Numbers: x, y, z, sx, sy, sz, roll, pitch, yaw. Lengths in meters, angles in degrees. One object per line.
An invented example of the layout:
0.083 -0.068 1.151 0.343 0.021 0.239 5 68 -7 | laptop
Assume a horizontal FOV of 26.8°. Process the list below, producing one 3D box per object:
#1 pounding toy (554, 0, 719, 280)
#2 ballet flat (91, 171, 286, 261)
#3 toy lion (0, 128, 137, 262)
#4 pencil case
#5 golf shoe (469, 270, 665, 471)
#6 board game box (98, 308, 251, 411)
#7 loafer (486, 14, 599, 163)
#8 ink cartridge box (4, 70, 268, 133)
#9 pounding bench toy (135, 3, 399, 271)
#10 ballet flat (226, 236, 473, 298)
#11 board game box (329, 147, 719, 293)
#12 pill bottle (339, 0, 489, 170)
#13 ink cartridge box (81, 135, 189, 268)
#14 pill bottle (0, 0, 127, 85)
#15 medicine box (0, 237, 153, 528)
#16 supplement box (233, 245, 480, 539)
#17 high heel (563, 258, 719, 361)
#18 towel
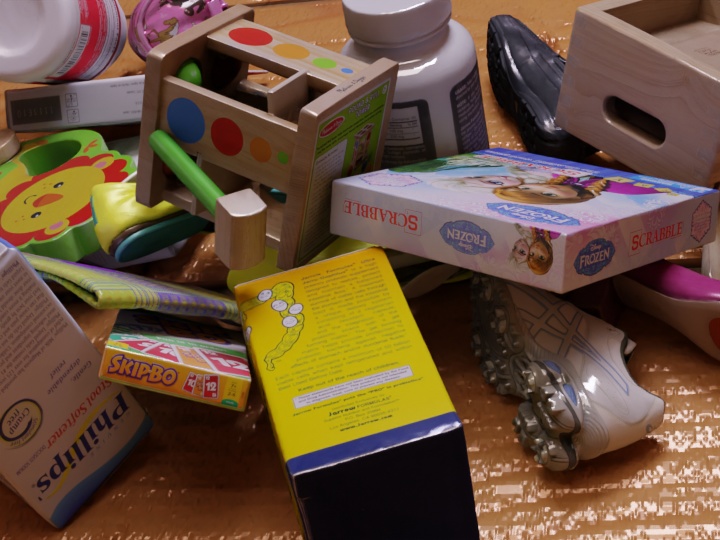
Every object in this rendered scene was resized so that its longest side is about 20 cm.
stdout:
0.266 -0.113 1.163 0.183 0.143 0.200 -20 41 -35 | pounding toy
-0.126 -0.060 1.195 0.199 0.067 0.067 -15 63 -39 | ballet flat
-0.262 -0.060 1.265 0.190 0.069 0.201 -12 32 18 | toy lion
-0.174 -0.229 1.425 0.083 0.086 0.200 -62 14 1 | pencil case
0.136 0.055 1.035 0.096 0.079 0.201 -8 42 -15 | golf shoe
-0.126 0.056 1.040 0.095 0.030 0.200 14 3 -7 | board game box
0.159 -0.158 1.302 0.070 0.069 0.201 -10 41 -10 | loafer
-0.203 -0.158 1.407 0.198 0.044 0.173 -4 4 17 | ink cartridge box
-0.093 -0.088 1.067 0.155 0.125 0.200 23 33 19 | pounding bench toy
0.000 0.000 1.142 0.198 0.067 0.067 -13 50 -10 | ballet flat
0.116 -0.041 1.060 0.199 0.042 0.199 15 20 38 | board game box
0.042 -0.131 1.187 0.110 0.201 0.111 -8 36 6 | pill bottle
-0.207 -0.063 1.323 0.199 0.057 0.163 -14 31 36 | ink cartridge box
-0.284 -0.226 1.384 0.111 0.113 0.200 -6 4 10 | pill bottle
-0.268 0.052 1.035 0.181 0.201 0.103 27 67 41 | medicine box
-0.006 0.092 0.983 0.108 0.110 0.201 -15 36 -6 | supplement box
0.238 0.008 1.051 0.198 0.068 0.096 10 50 31 | high heel
-0.148 0.020 1.083 0.143 0.023 0.199 15 1 42 | towel
